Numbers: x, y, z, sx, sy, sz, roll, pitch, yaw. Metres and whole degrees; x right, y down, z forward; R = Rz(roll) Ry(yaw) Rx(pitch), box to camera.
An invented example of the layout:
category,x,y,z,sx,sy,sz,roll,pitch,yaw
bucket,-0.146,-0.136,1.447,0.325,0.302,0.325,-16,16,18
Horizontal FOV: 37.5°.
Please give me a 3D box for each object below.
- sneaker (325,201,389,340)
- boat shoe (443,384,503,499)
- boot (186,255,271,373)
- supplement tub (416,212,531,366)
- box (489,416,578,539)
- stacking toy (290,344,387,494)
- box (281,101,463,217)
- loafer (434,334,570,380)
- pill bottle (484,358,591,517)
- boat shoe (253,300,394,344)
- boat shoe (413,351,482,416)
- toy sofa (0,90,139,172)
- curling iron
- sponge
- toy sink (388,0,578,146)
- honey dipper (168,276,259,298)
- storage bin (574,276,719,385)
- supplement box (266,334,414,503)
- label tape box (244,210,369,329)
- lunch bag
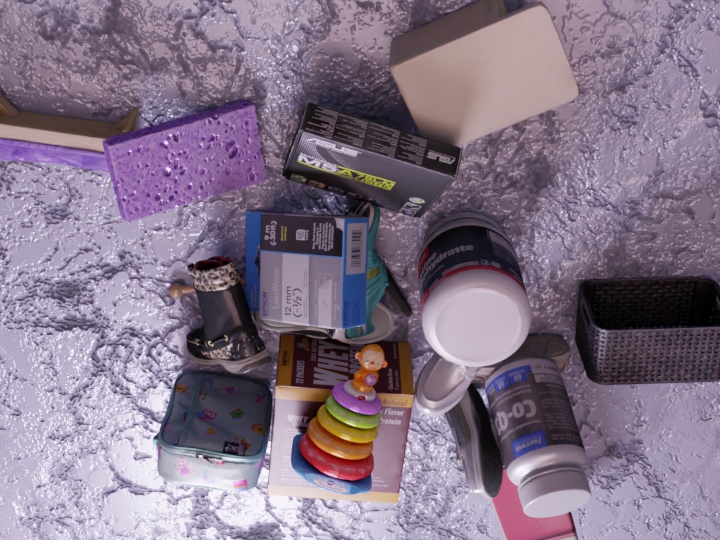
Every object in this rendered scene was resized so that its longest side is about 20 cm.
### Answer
category,x,y,z,sx,sy,sz,roll,pitch,yaw
sneaker,0.000,0.000,1.449,0.079,0.078,0.201,1,113,-24
boat shoe,0.157,0.252,1.547,0.065,0.202,0.074,-30,132,19
boot,-0.201,0.055,1.467,0.073,0.203,0.154,-24,106,-28
supplement tub,0.147,0.021,1.413,0.140,0.200,0.141,0,119,0
box,0.254,0.332,1.633,0.109,0.128,0.200,-18,119,8
stacking toy,-0.010,0.190,1.424,0.116,0.110,0.200,19,107,-9
box,0.009,-0.135,1.340,0.199,0.193,0.048,16,78,-8
loafer,0.208,0.138,1.560,0.199,0.072,0.063,-2,127,-3
pill bottle,0.250,0.235,1.485,0.113,0.200,0.114,-8,146,-6
boat shoe,-0.053,0.061,1.519,0.199,0.060,0.076,11,91,-7
boat shoe,0.143,0.114,1.488,0.073,0.200,0.065,32,161,12
toy sofa,-0.389,-0.164,1.372,0.199,0.083,0.098,8,118,-5
curling iron,0.030,-0.011,1.494,0.049,0.026,0.200,-19,118,13
sponge,-0.223,-0.141,1.365,0.200,0.030,0.112,-20,124,-23
toy sink,0.152,-0.253,1.310,0.200,0.112,0.131,-21,118,17
honey dipper,-0.176,0.017,1.508,0.199,0.038,0.038,-6,120,8
storage bin,0.411,0.084,1.488,0.199,0.135,0.094,-3,120,1
supplement box,-0.032,0.218,1.563,0.197,0.133,0.200,4,120,-3
label tape box,-0.089,-0.004,1.402,0.200,0.066,0.144,5,97,30
lunch bag,-0.212,0.229,1.530,0.160,0.200,0.077,12,117,-5
